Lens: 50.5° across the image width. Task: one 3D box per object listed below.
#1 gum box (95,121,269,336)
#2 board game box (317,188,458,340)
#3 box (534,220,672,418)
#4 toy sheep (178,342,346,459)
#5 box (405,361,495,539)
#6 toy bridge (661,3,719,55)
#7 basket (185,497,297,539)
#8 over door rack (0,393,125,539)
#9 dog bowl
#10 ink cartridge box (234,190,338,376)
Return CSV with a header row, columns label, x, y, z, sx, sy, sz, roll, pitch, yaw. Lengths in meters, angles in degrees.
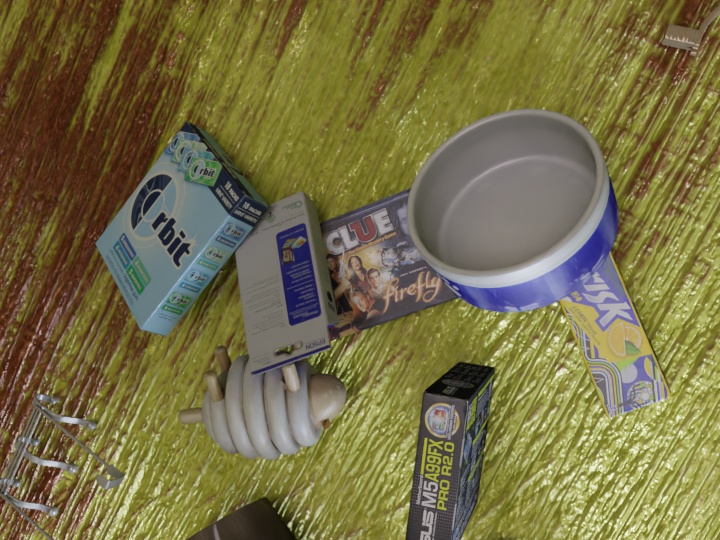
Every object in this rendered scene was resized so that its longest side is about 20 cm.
label,x,y,z,sx,sy,sz,roll,pitch,yaw
gum box,-0.219,-0.052,0.911,0.200,0.045,0.170,-51,51,12
board game box,0.000,0.000,0.887,0.200,0.035,0.136,-20,85,16
box,0.252,0.045,0.800,0.070,0.064,0.200,-23,84,15
toy sheep,-0.113,0.151,0.875,0.200,0.138,0.138,-6,89,12
box,0.095,0.187,0.778,0.044,0.200,0.160,7,94,16
toy bridge,0.368,-0.317,0.776,0.067,0.027,0.200,16,96,14
basket,-0.112,0.378,0.877,0.180,0.136,0.200,-21,73,-29
over door rack,-0.380,0.272,0.980,0.200,0.067,0.148,32,100,35
dog bowl,0.152,-0.061,0.770,0.200,0.079,0.200,-16,52,22
ink cartridge box,-0.084,0.016,0.846,0.099,0.039,0.200,-19,60,16
